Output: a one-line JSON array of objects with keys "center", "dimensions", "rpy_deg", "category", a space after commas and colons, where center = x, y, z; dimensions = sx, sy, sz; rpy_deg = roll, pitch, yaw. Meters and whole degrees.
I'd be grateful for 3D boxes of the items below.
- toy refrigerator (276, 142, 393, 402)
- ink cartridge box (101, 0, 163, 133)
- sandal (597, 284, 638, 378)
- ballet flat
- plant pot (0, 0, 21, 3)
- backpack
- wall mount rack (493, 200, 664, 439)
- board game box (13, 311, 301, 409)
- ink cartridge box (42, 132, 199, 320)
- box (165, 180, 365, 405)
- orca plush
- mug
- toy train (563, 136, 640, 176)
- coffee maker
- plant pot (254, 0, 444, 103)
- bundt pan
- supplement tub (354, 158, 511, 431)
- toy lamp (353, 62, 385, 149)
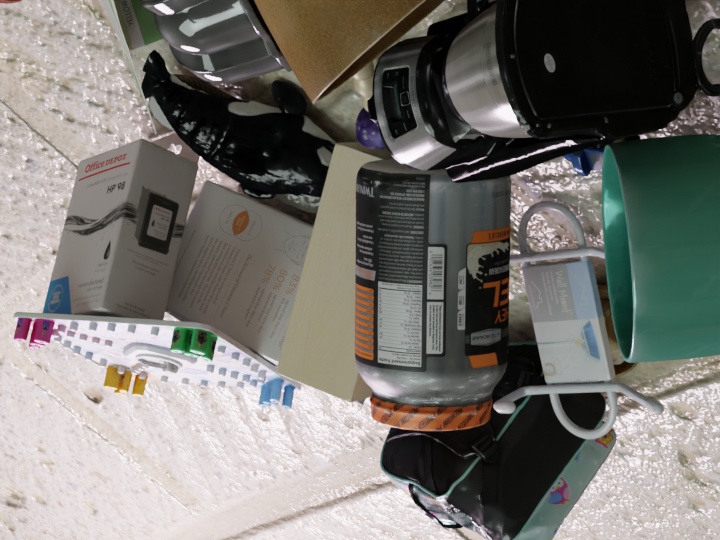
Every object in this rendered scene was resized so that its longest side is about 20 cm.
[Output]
[{"center": [0.000, 0.000, 1.574], "dimensions": [0.075, 0.070, 0.202], "rpy_deg": [19, 102, 23], "category": "toy refrigerator"}, {"center": [-0.182, -0.225, 1.454], "dimensions": [0.146, 0.048, 0.201], "rpy_deg": [77, 168, -49], "category": "ink cartridge box"}, {"center": [0.204, 0.056, 1.563], "dimensions": [0.078, 0.070, 0.211], "rpy_deg": [43, 149, -14], "category": "sandal"}, {"center": [-0.092, -0.115, 1.646], "dimensions": [0.199, 0.046, 0.068], "rpy_deg": [28, 116, 2], "category": "ballet flat"}, {"center": [-0.354, -0.298, 1.507], "dimensions": [0.194, 0.202, 0.202], "rpy_deg": [9, 143, 23], "category": "plant pot"}, {"center": [0.117, 0.155, 1.687], "dimensions": [0.153, 0.176, 0.200], "rpy_deg": [42, 165, -27], "category": "backpack"}, {"center": [0.172, 0.047, 1.499], "dimensions": [0.173, 0.074, 0.202], "rpy_deg": [-6, 101, 41], "category": "wall mount rack"}, {"center": [-0.181, 0.082, 1.688], "dimensions": [0.198, 0.026, 0.200], "rpy_deg": [3, 163, 24], "category": "board game box"}, {"center": [-0.213, -0.043, 1.695], "dimensions": [0.066, 0.202, 0.115], "rpy_deg": [23, 159, -33], "category": "ink cartridge box"}, {"center": [-0.068, 0.021, 1.703], "dimensions": [0.199, 0.125, 0.097], "rpy_deg": [24, 174, 18], "category": "box"}, {"center": [-0.102, -0.115, 1.582], "dimensions": [0.200, 0.071, 0.105], "rpy_deg": [40, 115, -4], "category": "orca plush"}, {"center": [0.232, -0.030, 1.311], "dimensions": [0.113, 0.186, 0.153], "rpy_deg": [-5, 145, 2], "category": "mug"}, {"center": [0.123, -0.102, 1.442], "dimensions": [0.199, 0.046, 0.034], "rpy_deg": [10, 142, 36], "category": "toy train"}, {"center": [0.130, -0.126, 1.294], "dimensions": [0.191, 0.136, 0.200], "rpy_deg": [18, 168, -22], "category": "coffee maker"}, {"center": [-0.021, -0.250, 1.271], "dimensions": [0.200, 0.186, 0.186], "rpy_deg": [52, 148, -2], "category": "plant pot"}, {"center": [-0.119, -0.222, 1.358], "dimensions": [0.075, 0.203, 0.203], "rpy_deg": [-23, 128, 9], "category": "bundt pan"}, {"center": [0.056, 0.016, 1.466], "dimensions": [0.122, 0.122, 0.202], "rpy_deg": [8, 102, 38], "category": "supplement tub"}, {"center": [-0.011, -0.181, 1.451], "dimensions": [0.058, 0.058, 0.201], "rpy_deg": [11, 142, 34], "category": "toy lamp"}]
